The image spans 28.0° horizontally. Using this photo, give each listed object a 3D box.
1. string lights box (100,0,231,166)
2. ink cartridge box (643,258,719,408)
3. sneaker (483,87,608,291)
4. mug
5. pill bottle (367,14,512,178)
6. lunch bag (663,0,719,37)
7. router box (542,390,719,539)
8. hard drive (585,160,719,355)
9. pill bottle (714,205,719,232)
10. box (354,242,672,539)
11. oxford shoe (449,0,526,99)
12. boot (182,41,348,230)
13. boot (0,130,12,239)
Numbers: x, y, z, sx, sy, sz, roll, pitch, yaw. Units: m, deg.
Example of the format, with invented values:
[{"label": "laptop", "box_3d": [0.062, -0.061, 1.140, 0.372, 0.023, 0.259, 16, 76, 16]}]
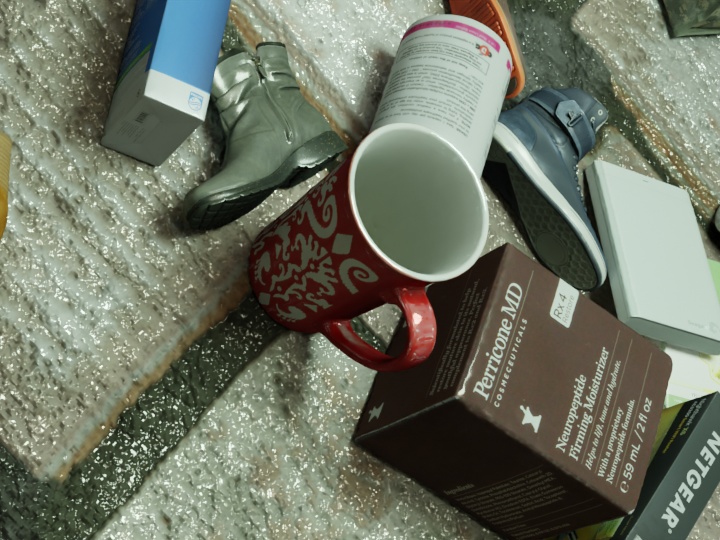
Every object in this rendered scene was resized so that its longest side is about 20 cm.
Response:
[{"label": "string lights box", "box_3d": [-0.160, -0.203, 1.243, 0.059, 0.103, 0.201, 21, 62, -23]}, {"label": "ink cartridge box", "box_3d": [0.359, 0.067, 1.518, 0.145, 0.048, 0.201, 16, 67, -27]}, {"label": "sneaker", "box_3d": [0.216, -0.092, 1.464, 0.146, 0.077, 0.203, -35, 92, -34]}, {"label": "mug", "box_3d": [-0.009, -0.007, 1.208, 0.133, 0.200, 0.178, 28, 60, -22]}, {"label": "pill bottle", "box_3d": [0.067, -0.132, 1.359, 0.113, 0.113, 0.201, 31, 58, -20]}, {"label": "lunch bag", "box_3d": [0.441, -0.372, 1.694, 0.199, 0.118, 0.165, -10, 77, -31]}, {"label": "router box", "box_3d": [0.247, 0.209, 1.320, 0.052, 0.157, 0.200, 49, 53, -8]}, {"label": "hard drive", "box_3d": [0.305, -0.015, 1.492, 0.131, 0.026, 0.201, 16, 48, -27]}, {"label": "pill bottle", "box_3d": [0.493, -0.015, 1.595, 0.200, 0.112, 0.112, 48, 54, -9]}, {"label": "box", "box_3d": [0.137, 0.115, 1.278, 0.200, 0.164, 0.166, 34, 57, -18]}, {"label": "oxford shoe", "box_3d": [0.133, -0.272, 1.484, 0.072, 0.071, 0.201, -15, 81, -41]}, {"label": "boot", "box_3d": [-0.111, -0.122, 1.277, 0.200, 0.068, 0.131, -33, 87, -45]}, {"label": "boot", "box_3d": [-0.357, -0.067, 1.081, 0.201, 0.071, 0.145, 23, 58, -30]}]
